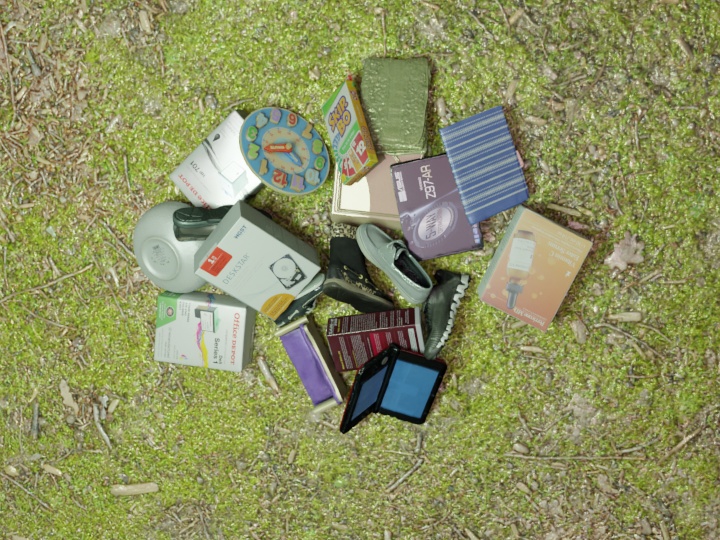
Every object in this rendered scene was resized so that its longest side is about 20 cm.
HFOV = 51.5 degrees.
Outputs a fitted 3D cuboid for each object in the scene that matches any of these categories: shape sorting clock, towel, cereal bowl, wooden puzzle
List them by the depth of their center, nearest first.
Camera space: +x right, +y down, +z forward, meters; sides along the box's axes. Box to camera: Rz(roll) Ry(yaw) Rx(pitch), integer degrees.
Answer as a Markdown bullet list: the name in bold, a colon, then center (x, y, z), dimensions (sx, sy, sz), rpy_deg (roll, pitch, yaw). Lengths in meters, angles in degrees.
- **towel**: center (0.244, -0.205, 1.464), dimensions (0.143, 0.024, 0.202), rpy_deg (-24, 104, -14)
- **shape sorting clock**: center (-0.149, -0.240, 1.491), dimensions (0.201, 0.200, 0.039), rpy_deg (51, 143, -4)
- **towel**: center (0.066, -0.328, 1.492), dimensions (0.146, 0.036, 0.203), rpy_deg (3, 83, 5)
- **wooden puzzle**: center (0.036, -0.188, 1.547), dimensions (0.182, 0.037, 0.203), rpy_deg (7, 105, 5)
- **cereal bowl**: center (-0.397, -0.039, 1.564), dimensions (0.197, 0.083, 0.203), rpy_deg (10, 118, 19)

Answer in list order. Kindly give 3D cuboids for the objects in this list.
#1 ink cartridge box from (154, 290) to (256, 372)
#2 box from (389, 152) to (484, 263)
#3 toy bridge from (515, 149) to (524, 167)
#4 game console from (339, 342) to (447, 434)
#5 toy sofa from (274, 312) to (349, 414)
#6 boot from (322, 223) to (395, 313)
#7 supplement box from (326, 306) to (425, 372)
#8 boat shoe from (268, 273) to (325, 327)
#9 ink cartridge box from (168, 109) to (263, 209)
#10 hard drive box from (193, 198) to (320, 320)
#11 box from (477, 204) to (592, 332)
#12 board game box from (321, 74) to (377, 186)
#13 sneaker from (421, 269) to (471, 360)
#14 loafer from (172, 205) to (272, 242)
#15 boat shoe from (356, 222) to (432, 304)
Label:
- **ink cartridge box**: center (-0.334, 0.128, 1.614), dimensions (0.197, 0.084, 0.147), rpy_deg (7, 100, 5)
- **box**: center (0.155, -0.130, 1.507), dimensions (0.158, 0.044, 0.203), rpy_deg (-10, 103, 7)
- **toy bridge**: center (0.244, -0.172, 1.525), dimensions (0.198, 0.027, 0.068), rpy_deg (-27, 97, 11)
- **game console**: center (0.065, 0.263, 1.541), dimensions (0.118, 0.172, 0.202), rpy_deg (35, 131, 24)
- **toy sofa**: center (-0.104, 0.201, 1.593), dimensions (0.082, 0.098, 0.202), rpy_deg (-25, 96, 11)
- **boot**: center (0.000, 0.000, 1.545), dimensions (0.073, 0.199, 0.153), rpy_deg (-21, 59, 40)
- **supplement box**: center (0.035, 0.146, 1.567), dimensions (0.197, 0.061, 0.110), rpy_deg (-7, 126, 7)
- **boat shoe**: center (-0.126, 0.065, 1.560), dimensions (0.061, 0.076, 0.199), rpy_deg (51, 139, -12)
- **ink cartridge box**: center (-0.272, -0.211, 1.551), dimensions (0.200, 0.086, 0.147), rpy_deg (-42, 95, 10)
- **hard drive box**: center (-0.204, -0.018, 1.474), dimensions (0.199, 0.077, 0.156), rpy_deg (32, 110, -28)
- **box**: center (0.346, -0.006, 1.501), dimensions (0.151, 0.106, 0.202), rpy_deg (25, 101, 2)
- **board game box**: center (-0.026, -0.279, 1.478), dimensions (0.095, 0.030, 0.203), rpy_deg (-37, 60, 47)
- **sneaker**: center (0.154, 0.083, 1.525), dimensions (0.089, 0.067, 0.202), rpy_deg (24, 68, 1)
- **loafer**: center (-0.277, -0.089, 1.503), dimensions (0.197, 0.072, 0.064), rpy_deg (1, 130, -16)
- **boat shoe**: center (0.073, -0.026, 1.489), dimensions (0.201, 0.070, 0.072), rpy_deg (50, 143, 9)
